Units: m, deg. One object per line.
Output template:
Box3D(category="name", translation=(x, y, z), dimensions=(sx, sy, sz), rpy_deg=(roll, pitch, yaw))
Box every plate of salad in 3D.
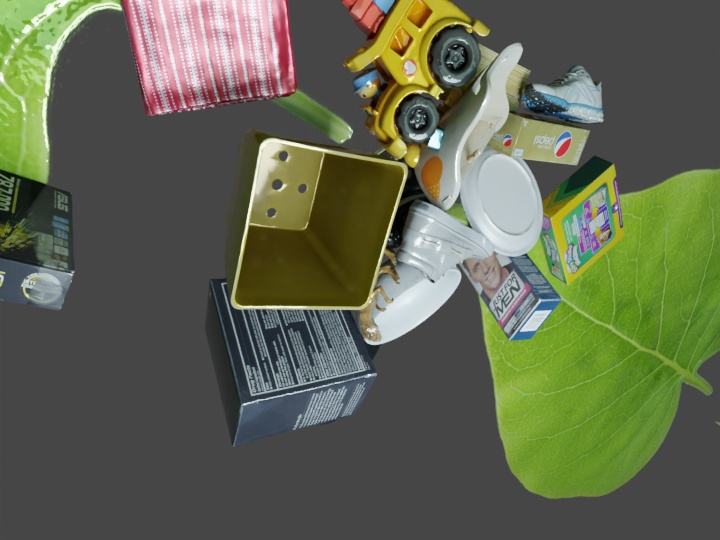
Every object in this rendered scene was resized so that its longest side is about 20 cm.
Box3D(category="plate of salad", translation=(0.240, -0.123, 0.917), dimensions=(0.194, 0.048, 0.207), rpy_deg=(9, 73, -30))

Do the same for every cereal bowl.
Box3D(category="cereal bowl", translation=(0.070, 0.033, 0.901), dimensions=(0.196, 0.084, 0.202), rpy_deg=(-30, 157, -13))

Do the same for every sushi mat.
Box3D(category="sushi mat", translation=(0.192, -0.303, 0.850), dimensions=(0.195, 0.012, 0.098), rpy_deg=(8, 110, -35))

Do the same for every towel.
Box3D(category="towel", translation=(-0.174, -0.273, 0.640), dimensions=(0.194, 0.022, 0.149), rpy_deg=(-16, 123, -23))

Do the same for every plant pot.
Box3D(category="plant pot", translation=(-0.085, -0.083, 0.702), dimensions=(0.195, 0.176, 0.206), rpy_deg=(2, 116, -32))

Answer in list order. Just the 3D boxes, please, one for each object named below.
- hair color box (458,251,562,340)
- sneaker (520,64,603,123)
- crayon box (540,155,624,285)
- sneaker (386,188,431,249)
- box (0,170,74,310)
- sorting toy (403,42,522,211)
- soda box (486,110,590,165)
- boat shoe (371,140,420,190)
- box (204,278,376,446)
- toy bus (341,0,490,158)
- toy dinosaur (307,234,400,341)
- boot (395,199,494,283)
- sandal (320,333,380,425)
Box3D(category="hair color box", translation=(0.253, 0.011, 0.934), dimensions=(0.059, 0.203, 0.102), rpy_deg=(1, 134, -30))
Box3D(category="sneaker", translation=(0.349, -0.311, 0.914), dimensions=(0.195, 0.074, 0.090), rpy_deg=(-1, 101, -36))
Box3D(category="crayon box", translation=(0.455, -0.099, 1.099), dimensions=(0.171, 0.058, 0.202), rpy_deg=(-38, 129, -6))
Box3D(category="sneaker", translation=(0.048, -0.055, 0.840), dimensions=(0.199, 0.112, 0.074), rpy_deg=(-41, 129, -4))
Box3D(category="box", translation=(-0.377, -0.046, 0.529), dimensions=(0.158, 0.200, 0.050), rpy_deg=(21, 109, -37))
Box3D(category="sorting toy", translation=(0.156, -0.220, 0.740), dimensions=(0.202, 0.106, 0.181), rpy_deg=(-54, -179, -30))
Box3D(category="soda box", translation=(0.307, -0.229, 0.916), dimensions=(0.195, 0.068, 0.066), rpy_deg=(-3, 119, -37))
Box3D(category="boat shoe", translation=(0.088, -0.165, 0.832), dimensions=(0.195, 0.065, 0.075), rpy_deg=(-23, 128, -17))
Box3D(category="box", translation=(-0.111, 0.115, 0.772), dimensions=(0.193, 0.203, 0.125), rpy_deg=(-5, 141, -28))
Box3D(category="toy bus", translation=(0.042, -0.283, 0.703), dimensions=(0.189, 0.136, 0.203), rpy_deg=(31, 101, -21))
Box3D(category="toy dinosaur", translation=(0.000, 0.000, 0.777), dimensions=(0.103, 0.204, 0.061), rpy_deg=(-20, 156, -10))
Box3D(category="boot", translation=(0.125, -0.027, 0.799), dimensions=(0.197, 0.073, 0.098), rpy_deg=(22, 93, -42))
Box3D(category="sandal", translation=(-0.028, 0.194, 0.989), dimensions=(0.075, 0.044, 0.203), rpy_deg=(41, 77, -46))
